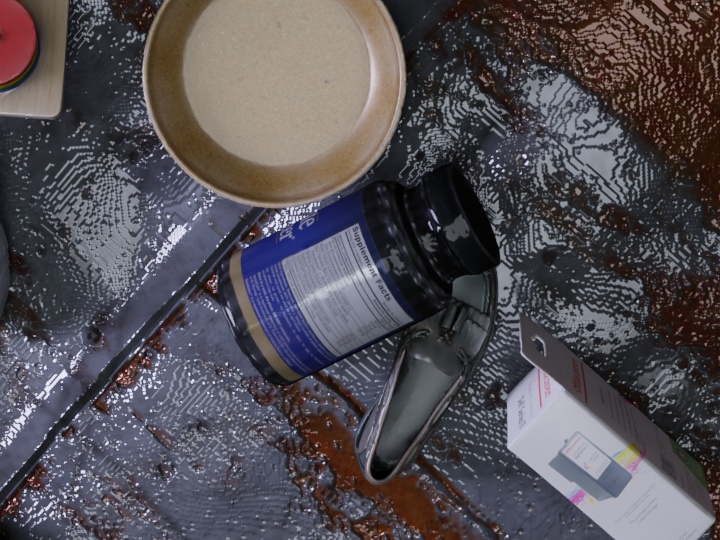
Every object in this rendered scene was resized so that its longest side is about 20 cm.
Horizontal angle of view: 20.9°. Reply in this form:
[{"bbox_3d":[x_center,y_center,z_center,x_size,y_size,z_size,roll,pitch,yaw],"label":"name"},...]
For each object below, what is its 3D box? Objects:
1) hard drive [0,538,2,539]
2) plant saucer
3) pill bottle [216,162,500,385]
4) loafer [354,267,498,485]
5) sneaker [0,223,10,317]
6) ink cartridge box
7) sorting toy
[{"bbox_3d":[-0.395,0.238,1.605,0.199,0.042,0.135,24,104,-3],"label":"hard drive"},{"bbox_3d":[-0.065,-0.150,1.486,0.199,0.035,0.201,1,105,2],"label":"plant saucer"},{"bbox_3d":[0.000,0.000,1.482,0.199,0.112,0.112,-26,102,14],"label":"pill bottle"},{"bbox_3d":[0.055,0.082,1.533,0.072,0.063,0.201,24,104,-4],"label":"loafer"},{"bbox_3d":[-0.342,-0.031,1.514,0.113,0.076,0.201,4,124,14],"label":"sneaker"},{"bbox_3d":[0.177,0.132,1.513,0.200,0.117,0.067,41,105,-7],"label":"ink cartridge box"},{"bbox_3d":[-0.312,-0.221,1.429,0.198,0.070,0.201,4,88,-8],"label":"sorting toy"}]
